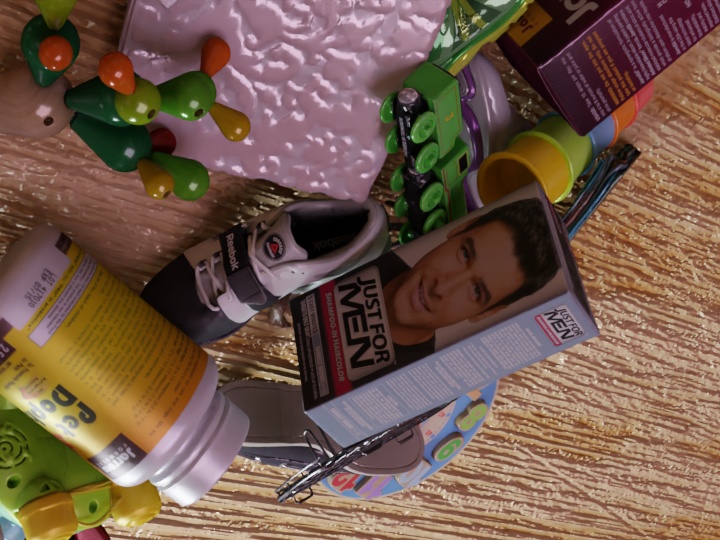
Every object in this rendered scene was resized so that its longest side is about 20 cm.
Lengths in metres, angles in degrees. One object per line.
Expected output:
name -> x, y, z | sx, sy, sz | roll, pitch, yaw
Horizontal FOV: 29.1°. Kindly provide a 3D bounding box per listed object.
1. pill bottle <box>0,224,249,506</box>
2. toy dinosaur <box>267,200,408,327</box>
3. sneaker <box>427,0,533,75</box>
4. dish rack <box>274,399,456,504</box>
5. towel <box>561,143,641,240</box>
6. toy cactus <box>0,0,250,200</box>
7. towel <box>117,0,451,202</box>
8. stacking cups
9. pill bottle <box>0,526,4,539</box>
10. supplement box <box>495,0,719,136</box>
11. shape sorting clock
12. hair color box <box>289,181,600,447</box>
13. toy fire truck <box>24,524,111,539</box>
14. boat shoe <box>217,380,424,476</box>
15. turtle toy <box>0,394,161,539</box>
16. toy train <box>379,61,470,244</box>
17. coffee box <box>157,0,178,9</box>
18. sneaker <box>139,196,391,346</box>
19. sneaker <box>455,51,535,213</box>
pill bottle -> -0.173, 0.070, 0.945 | 0.200, 0.109, 0.109 | 41, 103, -16
toy dinosaur -> 0.000, 0.000, 1.073 | 0.197, 0.086, 0.137 | 10, 113, -17
sneaker -> 0.057, -0.187, 0.940 | 0.083, 0.074, 0.201 | 20, 116, -46
dish rack -> 0.018, 0.109, 1.073 | 0.199, 0.055, 0.153 | -27, 168, -34
towel -> 0.165, -0.038, 1.098 | 0.147, 0.022, 0.200 | -52, 174, 16
toy cactus -> -0.164, -0.114, 0.837 | 0.163, 0.104, 0.200 | -1, 157, 22
towel -> -0.055, -0.145, 0.900 | 0.197, 0.032, 0.193 | 12, 124, -17
stacking cups -> 0.161, -0.098, 1.039 | 0.200, 0.060, 0.061 | -38, 149, -44
pill bottle -> -0.304, 0.125, 0.900 | 0.108, 0.201, 0.111 | -17, 135, -17
supplement box -> 0.190, -0.208, 0.976 | 0.199, 0.111, 0.086 | -39, 137, 5
shape sorting clock -> 0.041, 0.129, 1.241 | 0.197, 0.039, 0.202 | -18, 135, -18
hair color box -> 0.053, 0.031, 0.947 | 0.198, 0.100, 0.061 | -25, 138, 16
toy fire truck -> -0.291, 0.233, 1.088 | 0.197, 0.112, 0.170 | -12, 115, -24
boat shoe -> -0.042, 0.134, 1.161 | 0.197, 0.074, 0.063 | 13, 156, -24
turtle toy -> -0.213, 0.134, 1.027 | 0.198, 0.147, 0.101 | -3, 154, -48
toy train -> 0.051, -0.062, 0.962 | 0.056, 0.042, 0.201 | -43, 149, -21
coffee box -> -0.075, -0.260, 0.764 | 0.200, 0.080, 0.114 | -41, 118, 7
sneaker -> -0.073, -0.010, 0.993 | 0.198, 0.075, 0.089 | -24, 165, -6
sneaker -> 0.102, -0.098, 1.068 | 0.100, 0.074, 0.201 | -43, 140, -24
